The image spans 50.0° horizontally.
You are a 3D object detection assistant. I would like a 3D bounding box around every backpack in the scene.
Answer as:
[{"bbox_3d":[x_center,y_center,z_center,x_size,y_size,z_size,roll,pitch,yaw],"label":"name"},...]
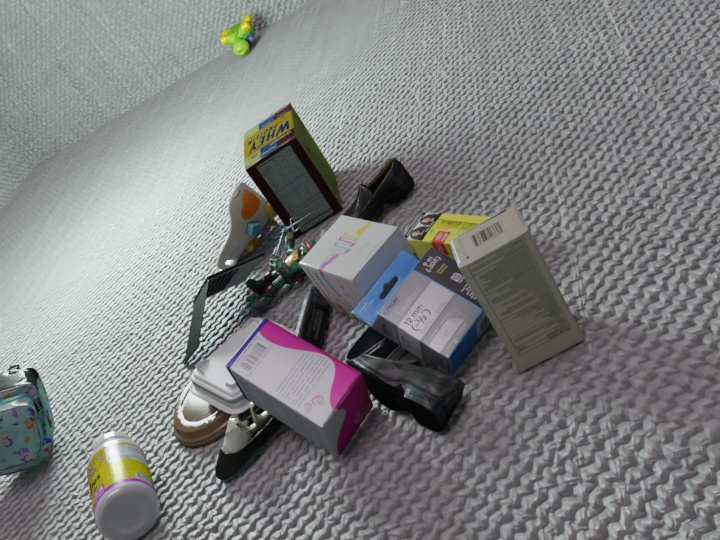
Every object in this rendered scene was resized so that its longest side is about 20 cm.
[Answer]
[{"bbox_3d":[-0.718,0.321,1.577,0.173,0.205,0.151,-14,32,-16],"label":"backpack"}]

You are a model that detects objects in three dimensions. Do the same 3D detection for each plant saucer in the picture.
[{"bbox_3d":[-0.267,0.230,1.409,0.197,0.030,0.202,-26,32,17],"label":"plant saucer"}]

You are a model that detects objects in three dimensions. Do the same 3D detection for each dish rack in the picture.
[{"bbox_3d":[-0.205,0.157,1.379,0.169,0.044,0.199,13,45,44],"label":"dish rack"}]

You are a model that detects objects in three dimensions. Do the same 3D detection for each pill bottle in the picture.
[{"bbox_3d":[-0.407,0.357,1.308,0.104,0.105,0.200,-40,30,-7],"label":"pill bottle"}]

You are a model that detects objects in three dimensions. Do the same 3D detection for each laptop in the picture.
[{"bbox_3d":[-0.275,0.079,1.543,0.197,0.118,0.187,-25,-6,-26],"label":"laptop"}]

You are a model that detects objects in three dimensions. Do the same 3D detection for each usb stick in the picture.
[{"bbox_3d":[-0.089,0.107,1.370,0.033,0.054,0.203,-57,14,40],"label":"usb stick"}]

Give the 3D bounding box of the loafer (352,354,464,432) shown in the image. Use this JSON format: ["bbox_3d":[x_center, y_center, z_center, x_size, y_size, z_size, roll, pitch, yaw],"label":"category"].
[{"bbox_3d":[0.067,0.163,1.123,0.072,0.074,0.198,-42,42,-23],"label":"loafer"}]

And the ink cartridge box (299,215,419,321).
[{"bbox_3d":[0.000,0.000,1.346,0.126,0.130,0.198,-47,32,-19],"label":"ink cartridge box"}]

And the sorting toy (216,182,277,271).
[{"bbox_3d":[-0.273,-0.075,1.743,0.183,0.105,0.200,-60,2,-11],"label":"sorting toy"}]

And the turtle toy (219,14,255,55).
[{"bbox_3d":[-0.482,-0.929,3.091,0.143,0.102,0.202,-27,33,16],"label":"turtle toy"}]

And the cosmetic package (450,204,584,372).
[{"bbox_3d":[0.209,0.027,1.027,0.103,0.202,0.072,-27,30,11],"label":"cosmetic package"}]

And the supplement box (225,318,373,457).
[{"bbox_3d":[-0.091,0.175,1.167,0.197,0.104,0.102,25,62,32],"label":"supplement box"}]

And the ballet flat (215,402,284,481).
[{"bbox_3d":[-0.173,0.248,1.250,0.200,0.069,0.068,-44,32,-10],"label":"ballet flat"}]

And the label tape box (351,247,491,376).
[{"bbox_3d":[0.097,0.046,1.173,0.198,0.067,0.144,31,68,26],"label":"label tape box"}]

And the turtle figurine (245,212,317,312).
[{"bbox_3d":[-0.149,-0.014,1.544,0.200,0.100,0.150,-47,9,16],"label":"turtle figurine"}]

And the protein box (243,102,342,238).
[{"bbox_3d":[-0.154,-0.225,1.727,0.133,0.202,0.200,-29,31,9],"label":"protein box"}]

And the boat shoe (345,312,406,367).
[{"bbox_3d":[0.052,0.087,1.235,0.200,0.068,0.071,-45,32,-13],"label":"boat shoe"}]

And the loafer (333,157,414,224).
[{"bbox_3d":[0.015,-0.146,1.564,0.199,0.073,0.073,-42,32,-7],"label":"loafer"}]

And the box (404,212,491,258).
[{"bbox_3d":[0.165,-0.054,1.326,0.198,0.051,0.076,11,54,51],"label":"box"}]
